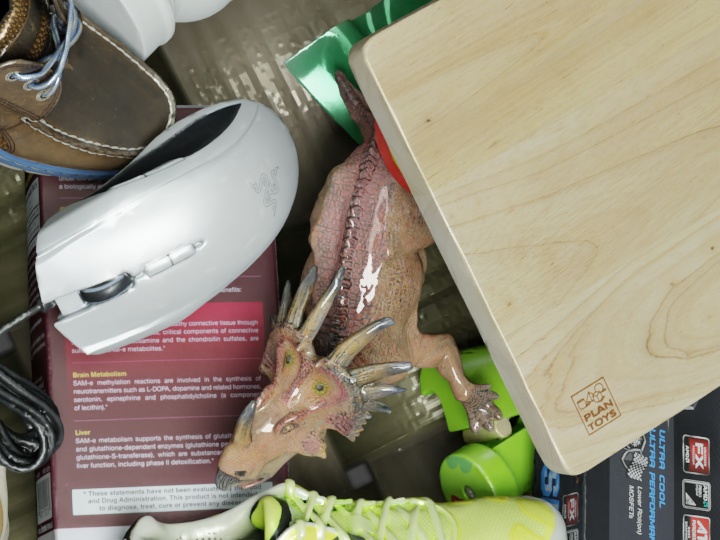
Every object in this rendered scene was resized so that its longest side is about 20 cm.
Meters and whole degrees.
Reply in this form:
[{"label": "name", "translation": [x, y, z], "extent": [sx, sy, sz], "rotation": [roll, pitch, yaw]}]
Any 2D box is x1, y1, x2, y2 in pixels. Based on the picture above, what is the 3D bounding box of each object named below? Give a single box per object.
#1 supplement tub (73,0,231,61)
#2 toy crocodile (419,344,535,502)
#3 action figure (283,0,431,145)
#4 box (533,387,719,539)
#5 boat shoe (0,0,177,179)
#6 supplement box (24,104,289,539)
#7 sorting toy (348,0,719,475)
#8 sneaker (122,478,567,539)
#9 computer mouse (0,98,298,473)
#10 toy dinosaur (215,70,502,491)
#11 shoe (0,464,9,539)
[{"label": "supplement tub", "translation": [-0.082, -0.205, 1.127], "extent": [0.145, 0.145, 0.200], "rotation": [41, 73, -3]}, {"label": "toy crocodile", "translation": [0.086, 0.126, 1.152], "extent": [0.068, 0.062, 0.200], "rotation": [-30, 93, -34]}, {"label": "action figure", "translation": [0.062, -0.041, 1.179], "extent": [0.118, 0.055, 0.200], "rotation": [-33, 88, -19]}, {"label": "box", "translation": [0.173, 0.101, 1.147], "extent": [0.198, 0.050, 0.200], "rotation": [11, 71, -27]}, {"label": "boat shoe", "translation": [-0.155, -0.093, 1.041], "extent": [0.200, 0.072, 0.072], "rotation": [23, 72, -30]}, {"label": "supplement box", "translation": [-0.094, 0.028, 1.124], "extent": [0.109, 0.061, 0.200], "rotation": [0, 81, -15]}, {"label": "sorting toy", "translation": [0.110, -0.047, 1.065], "extent": [0.200, 0.070, 0.199], "rotation": [-30, 100, -21]}, {"label": "sneaker", "translation": [-0.008, 0.128, 1.060], "extent": [0.200, 0.076, 0.075], "rotation": [-13, 40, -7]}, {"label": "computer mouse", "translation": [-0.100, -0.004, 1.057], "extent": [0.200, 0.044, 0.110], "rotation": [-37, 120, -19]}, {"label": "toy dinosaur", "translation": [0.000, 0.000, 1.081], "extent": [0.086, 0.136, 0.200], "rotation": [-2, 79, 24]}, {"label": "shoe", "translation": [-0.213, 0.045, 1.103], "extent": [0.070, 0.053, 0.200], "rotation": [-31, 83, 15]}]
